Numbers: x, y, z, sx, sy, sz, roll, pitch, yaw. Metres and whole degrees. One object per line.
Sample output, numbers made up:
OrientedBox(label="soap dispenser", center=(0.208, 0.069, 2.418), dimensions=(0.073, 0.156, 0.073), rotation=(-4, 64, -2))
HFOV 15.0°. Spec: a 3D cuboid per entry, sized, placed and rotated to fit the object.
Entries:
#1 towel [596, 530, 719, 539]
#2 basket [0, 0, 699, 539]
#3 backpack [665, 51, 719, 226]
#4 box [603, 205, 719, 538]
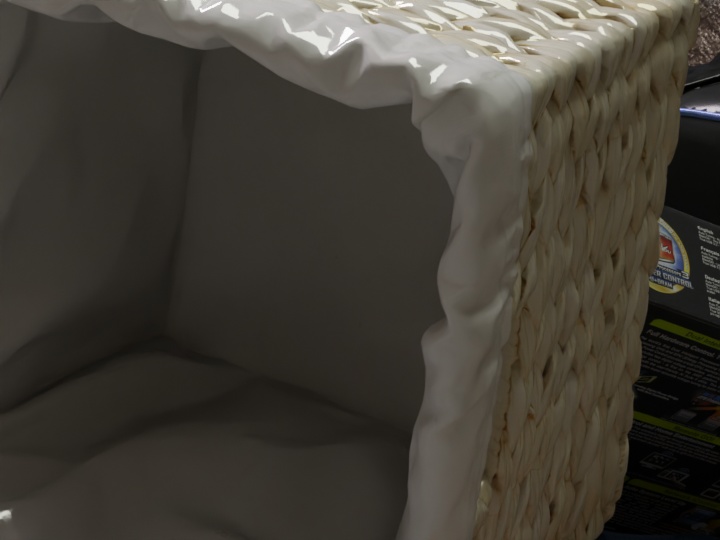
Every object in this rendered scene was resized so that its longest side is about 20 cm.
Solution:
OrientedBox(label="towel", center=(0.106, 0.118, 0.921), dimensions=(0.199, 0.049, 0.112), rotation=(9, 10, 1))
OrientedBox(label="basket", center=(-0.023, -0.004, 0.783), dimensions=(0.199, 0.199, 0.161), rotation=(19, 27, 25))
OrientedBox(label="backpack", center=(0.231, -0.040, 1.168), dimensions=(0.200, 0.148, 0.183), rotation=(-27, 24, -37))
OrientedBox(label="box", center=(0.077, 0.041, 0.953), dimensions=(0.199, 0.044, 0.160), rotation=(18, -40, -31))
